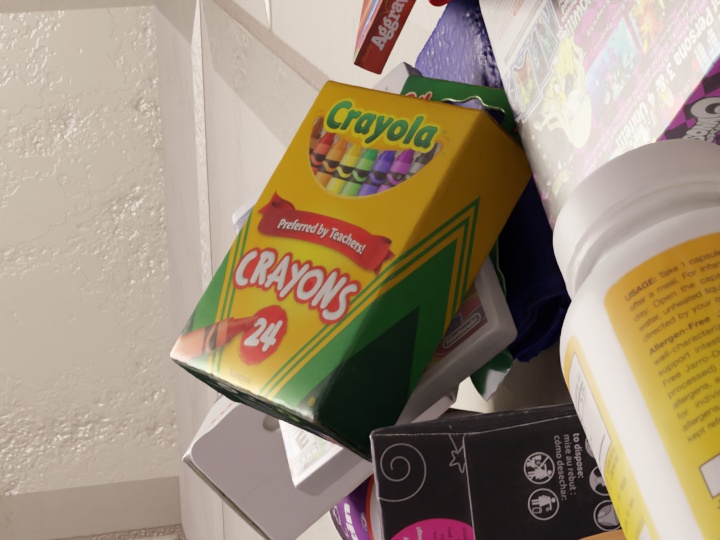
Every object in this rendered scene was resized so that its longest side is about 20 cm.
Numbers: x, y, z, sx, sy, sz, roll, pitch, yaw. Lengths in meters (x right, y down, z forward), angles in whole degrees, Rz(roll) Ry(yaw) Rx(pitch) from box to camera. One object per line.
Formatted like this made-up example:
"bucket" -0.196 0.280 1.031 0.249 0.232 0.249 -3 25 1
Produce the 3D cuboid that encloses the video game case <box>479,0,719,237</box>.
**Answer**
"video game case" 0.117 -0.128 0.742 0.200 0.036 0.182 119 146 -48

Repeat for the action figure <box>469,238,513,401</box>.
"action figure" 0.037 -0.036 0.975 0.200 0.054 0.118 -107 17 -47

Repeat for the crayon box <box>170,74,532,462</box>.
"crayon box" 0.002 -0.018 0.859 0.127 0.051 0.200 16 74 50

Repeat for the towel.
"towel" 0.083 -0.056 0.984 0.148 0.049 0.201 126 135 -66

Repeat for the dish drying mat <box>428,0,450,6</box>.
"dish drying mat" 0.055 -0.170 0.881 0.077 0.018 0.200 -63 3 11

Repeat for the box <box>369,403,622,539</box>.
"box" 0.088 0.163 0.795 0.115 0.132 0.201 13 -111 -77

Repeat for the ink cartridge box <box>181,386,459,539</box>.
"ink cartridge box" -0.012 0.060 1.047 0.083 0.147 0.200 46 -163 -7

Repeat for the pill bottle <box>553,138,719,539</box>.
"pill bottle" 0.137 0.049 0.628 0.113 0.112 0.200 98 162 -45

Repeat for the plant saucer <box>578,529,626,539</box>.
"plant saucer" 0.107 0.191 0.645 0.037 0.199 0.201 46 -151 -58

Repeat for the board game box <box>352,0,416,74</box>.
"board game box" 0.046 -0.209 0.917 0.103 0.019 0.200 -80 15 -61

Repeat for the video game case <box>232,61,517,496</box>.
"video game case" 0.000 0.000 0.914 0.143 0.018 0.200 -40 42 24

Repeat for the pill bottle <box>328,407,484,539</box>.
"pill bottle" 0.042 0.140 1.082 0.200 0.112 0.113 170 95 -77
